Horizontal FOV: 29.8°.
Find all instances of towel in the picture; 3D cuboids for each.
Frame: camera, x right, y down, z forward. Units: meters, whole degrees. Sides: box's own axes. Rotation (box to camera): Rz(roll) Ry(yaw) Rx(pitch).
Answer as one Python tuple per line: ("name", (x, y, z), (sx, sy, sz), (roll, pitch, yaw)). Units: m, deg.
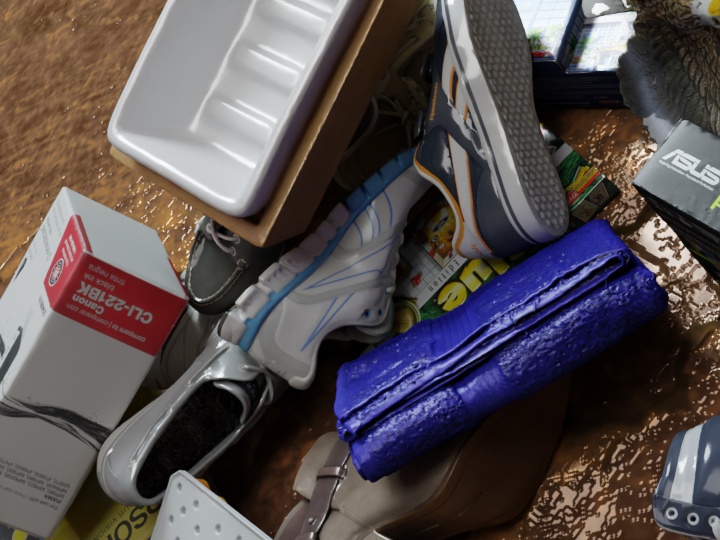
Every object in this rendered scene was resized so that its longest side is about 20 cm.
("towel", (0.074, 0.036, 0.797), (0.199, 0.050, 0.148), (-31, 14, 6))

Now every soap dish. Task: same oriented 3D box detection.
("soap dish", (-0.062, -0.131, 0.880), (0.157, 0.081, 0.201), (30, 95, 34))

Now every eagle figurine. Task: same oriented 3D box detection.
("eagle figurine", (0.214, -0.140, 0.792), (0.152, 0.200, 0.151), (-38, 10, 42))

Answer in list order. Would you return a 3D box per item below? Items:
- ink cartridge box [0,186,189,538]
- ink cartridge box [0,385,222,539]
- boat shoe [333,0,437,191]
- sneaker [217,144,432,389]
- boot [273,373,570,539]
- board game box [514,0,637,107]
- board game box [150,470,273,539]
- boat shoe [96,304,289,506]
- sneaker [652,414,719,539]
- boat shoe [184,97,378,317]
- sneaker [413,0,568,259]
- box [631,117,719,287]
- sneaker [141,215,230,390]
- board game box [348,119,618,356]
("ink cartridge box", (-0.214, 0.063, 0.952), (0.201, 0.083, 0.144), (-60, 26, 10))
("ink cartridge box", (-0.187, 0.201, 0.967), (0.198, 0.047, 0.200), (-45, 41, 5))
("boat shoe", (0.045, -0.144, 0.986), (0.063, 0.073, 0.201), (19, 75, 48))
("sneaker", (0.000, 0.000, 0.908), (0.200, 0.087, 0.075), (-46, -3, -18))
("boot", (0.026, 0.125, 0.829), (0.146, 0.070, 0.200), (15, 65, 53))
("board game box", (0.175, -0.212, 0.933), (0.199, 0.062, 0.201), (5, 66, 41))
("board game box", (-0.079, 0.251, 0.809), (0.200, 0.026, 0.201), (26, 101, 46))
("boat shoe", (-0.091, 0.082, 0.910), (0.200, 0.072, 0.068), (-37, 20, -23))
("sneaker", (0.209, 0.147, 0.655), (0.108, 0.070, 0.201), (-26, 46, 24))
("boat shoe", (-0.067, -0.058, 0.940), (0.067, 0.057, 0.200), (41, 96, 29))
("sneaker", (0.070, -0.104, 0.874), (0.079, 0.078, 0.201), (-24, 68, 37))
("box", (0.241, 0.018, 0.651), (0.044, 0.160, 0.200), (-51, 42, 1))
("sneaker", (-0.093, 0.007, 1.010), (0.081, 0.075, 0.201), (16, 69, 23))
("board game box", (0.071, -0.012, 0.913), (0.200, 0.023, 0.105), (-46, 45, 5))
